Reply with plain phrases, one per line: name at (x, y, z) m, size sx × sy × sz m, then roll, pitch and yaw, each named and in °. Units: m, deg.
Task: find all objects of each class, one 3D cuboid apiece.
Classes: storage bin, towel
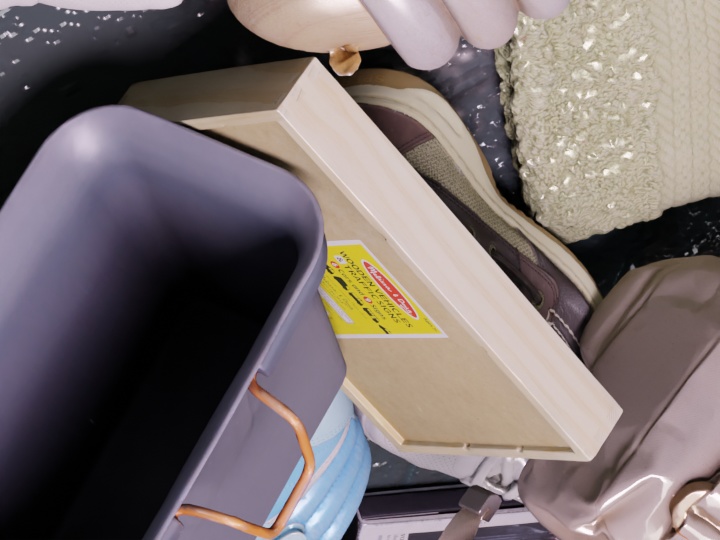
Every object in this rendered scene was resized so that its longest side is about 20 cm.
storage bin at (-0.078, 0.065, 1.103) m, size 0.201 × 0.145 × 0.134 m, roll -61°, pitch 156°, yaw -14°
towel at (0.123, -0.096, 1.170) m, size 0.147 × 0.037 × 0.201 m, roll -14°, pitch 135°, yaw -5°

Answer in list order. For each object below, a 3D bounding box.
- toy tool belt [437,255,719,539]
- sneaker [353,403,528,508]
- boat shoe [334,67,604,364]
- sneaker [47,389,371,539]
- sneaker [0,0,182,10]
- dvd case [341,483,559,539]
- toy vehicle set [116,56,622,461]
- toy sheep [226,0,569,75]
toy tool belt at (0.132, 0.101, 1.193) m, size 0.123 × 0.125 × 0.200 m, roll 44°, pitch 76°, yaw -32°
sneaker at (0.098, 0.094, 1.285) m, size 0.199 × 0.116 × 0.074 m, roll 9°, pitch 130°, yaw -25°
boat shoe at (0.039, 0.002, 1.197) m, size 0.071 × 0.066 × 0.201 m, roll -5°, pitch 140°, yaw 34°
sneaker at (-0.080, 0.106, 1.246) m, size 0.199 × 0.080 × 0.131 m, roll -29°, pitch 135°, yaw -3°
sneaker at (-0.085, -0.169, 0.996) m, size 0.086 × 0.075 × 0.201 m, roll 7°, pitch 139°, yaw -9°
dvd case at (0.081, 0.157, 1.402) m, size 0.199 × 0.025 × 0.151 m, roll -3°, pitch 133°, yaw -16°
toy vehicle set at (0.000, 0.000, 1.131) m, size 0.200 × 0.124 × 0.027 m, roll 48°, pitch 63°, yaw -27°
toy sheep at (0.037, -0.147, 1.029) m, size 0.199 × 0.138 × 0.138 m, roll -34°, pitch 134°, yaw 5°
